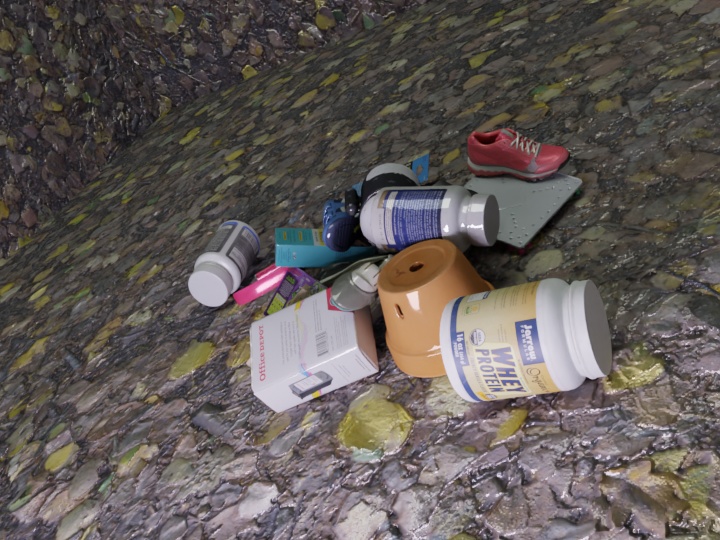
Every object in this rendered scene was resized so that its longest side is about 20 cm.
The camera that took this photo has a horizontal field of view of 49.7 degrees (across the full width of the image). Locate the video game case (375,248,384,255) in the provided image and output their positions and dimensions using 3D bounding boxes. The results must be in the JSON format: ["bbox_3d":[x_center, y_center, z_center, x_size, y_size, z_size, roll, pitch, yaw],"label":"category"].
[{"bbox_3d":[0.141,-0.074,1.533,0.199,0.024,0.181,-38,28,-14],"label":"video game case"}]

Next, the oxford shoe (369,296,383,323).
[{"bbox_3d":[-0.015,0.092,1.370,0.200,0.058,0.075,-47,53,-4],"label":"oxford shoe"}]

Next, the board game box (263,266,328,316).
[{"bbox_3d":[-0.117,0.067,1.482,0.122,0.032,0.200,-64,30,4],"label":"board game box"}]

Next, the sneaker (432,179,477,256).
[{"bbox_3d":[0.137,-0.059,1.385,0.106,0.075,0.202,29,85,39],"label":"sneaker"}]

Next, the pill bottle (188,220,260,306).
[{"bbox_3d":[-0.312,-0.016,1.780,0.112,0.115,0.201,-15,30,26],"label":"pill bottle"}]

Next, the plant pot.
[{"bbox_3d":[0.114,0.047,1.219,0.197,0.141,0.201,-22,28,12],"label":"plant pot"}]

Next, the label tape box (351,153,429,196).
[{"bbox_3d":[0.073,-0.168,1.714,0.197,0.064,0.145,-20,28,18],"label":"label tape box"}]

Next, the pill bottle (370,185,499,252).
[{"bbox_3d":[0.124,-0.083,1.286,0.197,0.112,0.111,2,39,29],"label":"pill bottle"}]

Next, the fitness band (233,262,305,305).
[{"bbox_3d":[-0.180,0.009,1.641,0.198,0.038,0.144,-30,7,6],"label":"fitness band"}]

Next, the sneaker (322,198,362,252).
[{"bbox_3d":[-0.044,-0.092,1.522,0.081,0.075,0.200,18,21,12],"label":"sneaker"}]

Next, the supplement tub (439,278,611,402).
[{"bbox_3d":[0.219,0.091,1.032,0.197,0.146,0.145,-13,30,29],"label":"supplement tub"}]

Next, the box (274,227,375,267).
[{"bbox_3d":[-0.073,-0.045,1.558,0.196,0.050,0.083,1,28,-9],"label":"box"}]

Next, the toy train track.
[{"bbox_3d":[-0.144,0.108,1.421,0.201,0.032,0.115,-51,5,25],"label":"toy train track"}]

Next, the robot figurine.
[{"bbox_3d":[0.058,-0.122,1.475,0.148,0.126,0.201,-24,30,17],"label":"robot figurine"}]

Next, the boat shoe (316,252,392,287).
[{"bbox_3d":[0.000,0.000,1.488,0.197,0.072,0.068,-18,32,26],"label":"boat shoe"}]

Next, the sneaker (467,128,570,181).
[{"bbox_3d":[0.287,-0.221,1.444,0.197,0.088,0.074,4,46,26],"label":"sneaker"}]

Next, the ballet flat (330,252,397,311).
[{"bbox_3d":[0.021,0.008,1.272,0.199,0.067,0.064,-22,-29,-55],"label":"ballet flat"}]

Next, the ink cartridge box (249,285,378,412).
[{"bbox_3d":[-0.078,0.126,1.287,0.198,0.086,0.149,-25,45,18],"label":"ink cartridge box"}]

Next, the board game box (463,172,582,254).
[{"bbox_3d":[0.274,-0.124,1.430,0.198,0.026,0.200,25,57,40],"label":"board game box"}]
